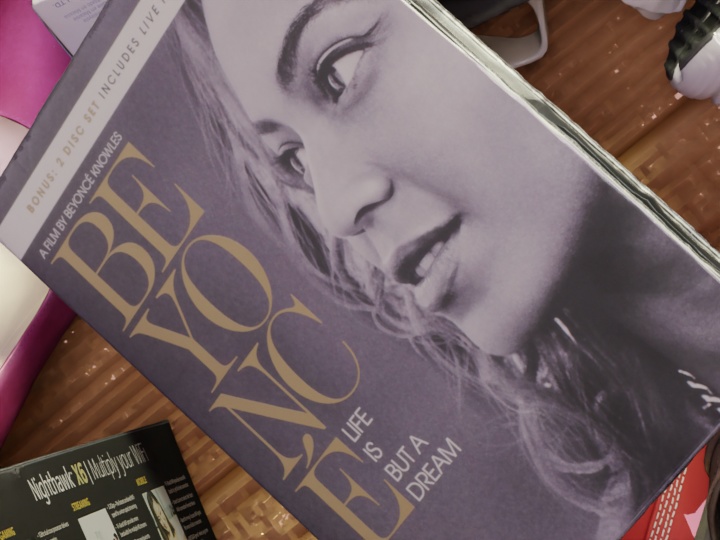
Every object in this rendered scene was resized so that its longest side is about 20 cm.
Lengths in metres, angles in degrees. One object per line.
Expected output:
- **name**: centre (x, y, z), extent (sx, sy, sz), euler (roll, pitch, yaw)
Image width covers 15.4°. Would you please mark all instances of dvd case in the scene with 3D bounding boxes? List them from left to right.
- **dvd case**: centre (0.000, 0.000, 0.714), extent (0.200, 0.016, 0.149), euler (43, 124, 9)

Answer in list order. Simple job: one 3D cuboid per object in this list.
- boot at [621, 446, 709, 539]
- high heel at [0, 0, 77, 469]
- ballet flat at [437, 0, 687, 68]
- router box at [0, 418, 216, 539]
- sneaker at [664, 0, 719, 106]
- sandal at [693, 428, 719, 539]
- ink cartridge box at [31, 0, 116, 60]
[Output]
- **boot**: centre (0.059, 0.085, 0.767), extent (0.144, 0.072, 0.200), euler (23, 88, 10)
- **high heel**: centre (-0.123, 0.003, 0.784), extent (0.067, 0.096, 0.200), euler (22, 96, 12)
- **ballet flat**: centre (0.051, -0.098, 0.765), extent (0.200, 0.068, 0.068), euler (-22, 129, 21)
- **router box**: centre (-0.069, 0.129, 0.725), extent (0.052, 0.200, 0.158), euler (-23, 86, 10)
- **sneaker**: centre (0.175, -0.110, 0.744), extent (0.080, 0.074, 0.200), euler (38, 103, -7)
- **sandal**: centre (0.122, 0.061, 0.698), extent (0.080, 0.057, 0.202), euler (12, 82, 10)
- **ink cartridge box**: centre (0.000, -0.133, 0.749), extent (0.200, 0.094, 0.044), euler (-26, 131, 16)
